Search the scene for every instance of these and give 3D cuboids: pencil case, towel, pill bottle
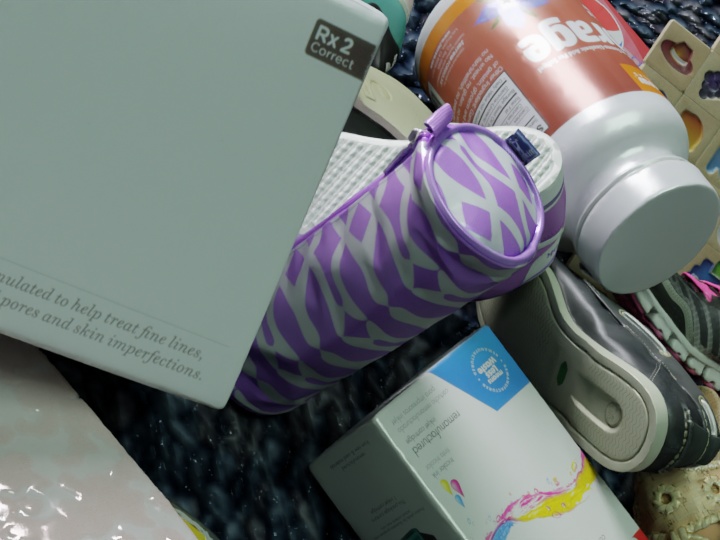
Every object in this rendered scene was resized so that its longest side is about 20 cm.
[{"bbox_3d":[0.000,0.000,0.910,0.086,0.200,0.084,45,37,-12],"label":"pencil case"},{"bbox_3d":[-0.180,0.110,0.759,0.199,0.032,0.191,-19,54,-42],"label":"towel"},{"bbox_3d":[0.124,-0.085,1.091,0.112,0.113,0.200,0,43,-39],"label":"pill bottle"}]

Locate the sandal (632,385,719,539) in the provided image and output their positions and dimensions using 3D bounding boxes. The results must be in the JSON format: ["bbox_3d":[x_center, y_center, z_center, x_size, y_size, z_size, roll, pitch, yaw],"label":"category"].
[{"bbox_3d":[0.176,0.127,1.035,0.070,0.077,0.212,53,26,-27],"label":"sandal"}]

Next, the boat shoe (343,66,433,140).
[{"bbox_3d":[-0.004,-0.082,1.063,0.201,0.063,0.074,30,26,-38],"label":"boat shoe"}]

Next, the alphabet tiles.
[{"bbox_3d":[0.224,-0.057,1.171,0.166,0.006,0.201,35,89,-15],"label":"alphabet tiles"}]

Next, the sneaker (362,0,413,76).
[{"bbox_3d":[-0.053,-0.183,1.082,0.199,0.071,0.080,32,42,-20],"label":"sneaker"}]

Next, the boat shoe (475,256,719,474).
[{"bbox_3d":[0.128,0.045,1.038,0.067,0.072,0.200,2,32,-33],"label":"boat shoe"}]

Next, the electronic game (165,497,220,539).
[{"bbox_3d":[-0.115,0.182,0.802,0.199,0.042,0.201,21,50,-27],"label":"electronic game"}]

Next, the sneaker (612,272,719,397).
[{"bbox_3d":[0.236,0.031,1.141,0.200,0.088,0.074,39,6,-20],"label":"sneaker"}]

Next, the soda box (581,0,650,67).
[{"bbox_3d":[0.159,-0.121,1.218,0.200,0.063,0.070,48,43,-1],"label":"soda box"}]

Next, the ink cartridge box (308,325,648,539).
[{"bbox_3d":[0.079,0.144,0.967,0.200,0.067,0.116,52,43,2],"label":"ink cartridge box"}]

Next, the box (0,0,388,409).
[{"bbox_3d":[-0.127,-0.071,0.836,0.198,0.131,0.201,23,91,-25],"label":"box"}]

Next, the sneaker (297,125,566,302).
[{"bbox_3d":[0.014,-0.019,1.014,0.199,0.115,0.073,1,57,6],"label":"sneaker"}]
